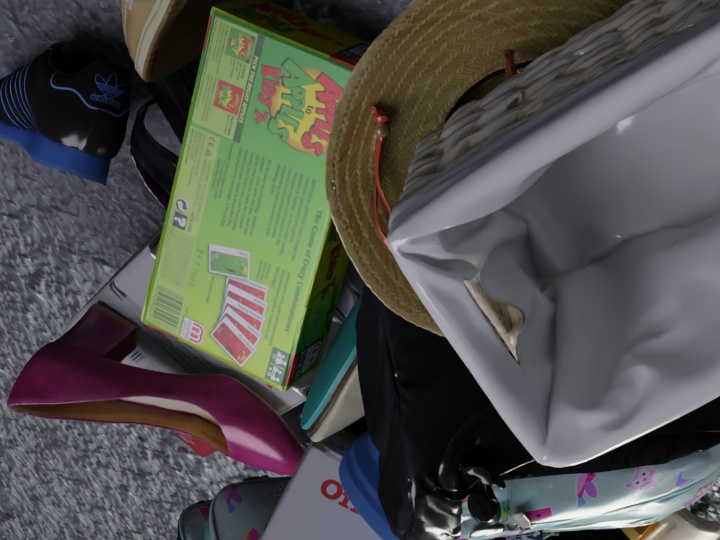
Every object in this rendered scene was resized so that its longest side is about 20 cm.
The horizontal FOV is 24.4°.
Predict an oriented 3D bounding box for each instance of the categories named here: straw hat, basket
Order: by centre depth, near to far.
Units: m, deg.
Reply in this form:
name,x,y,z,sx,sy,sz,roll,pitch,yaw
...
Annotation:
name,x,y,z,sx,sy,sz,roll,pitch,yaw
basket,0.126,-0.035,0.690,0.200,0.123,0.136,-31,110,14
straw hat,0.083,-0.062,0.810,0.201,0.201,0.085,44,-170,-5

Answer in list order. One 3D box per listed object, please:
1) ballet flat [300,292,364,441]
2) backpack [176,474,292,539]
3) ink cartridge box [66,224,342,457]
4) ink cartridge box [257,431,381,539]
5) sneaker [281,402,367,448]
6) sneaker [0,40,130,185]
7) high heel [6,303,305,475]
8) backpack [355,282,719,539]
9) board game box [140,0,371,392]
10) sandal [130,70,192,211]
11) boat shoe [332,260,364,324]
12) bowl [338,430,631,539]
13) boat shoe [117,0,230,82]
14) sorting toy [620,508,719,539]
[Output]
name,x,y,z,sx,sy,sz,roll,pitch,yaw
ballet flat,0.028,0.018,0.941,0.069,0.069,0.200,29,110,19
backpack,-0.029,0.238,1.231,0.153,0.200,0.176,113,147,-50
ink cartridge box,-0.105,0.037,1.169,0.147,0.083,0.200,44,149,-7
ink cartridge box,-0.009,0.220,1.056,0.145,0.200,0.084,28,-174,-1
sneaker,0.009,0.097,1.129,0.079,0.075,0.200,52,159,-3
sneaker,-0.200,-0.114,1.107,0.070,0.078,0.200,18,-175,-32
high heel,-0.135,0.103,1.110,0.200,0.096,0.067,33,149,12
backpack,0.104,0.065,0.875,0.200,0.167,0.127,-2,153,-13
board game box,-0.052,-0.043,0.944,0.102,0.048,0.200,24,117,17
sandal,-0.104,-0.049,1.025,0.200,0.048,0.075,65,166,7
boat shoe,0.000,0.000,1.032,0.200,0.072,0.071,48,159,10
bowl,0.082,0.147,0.968,0.201,0.039,0.201,29,-168,-7
boat shoe,-0.101,-0.179,0.909,0.066,0.074,0.200,49,150,11
sorting toy,0.121,0.149,1.106,0.200,0.036,0.185,37,149,7
